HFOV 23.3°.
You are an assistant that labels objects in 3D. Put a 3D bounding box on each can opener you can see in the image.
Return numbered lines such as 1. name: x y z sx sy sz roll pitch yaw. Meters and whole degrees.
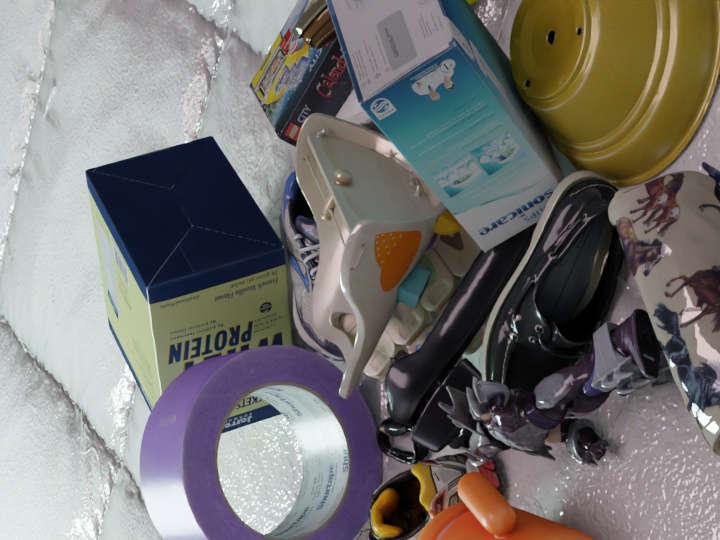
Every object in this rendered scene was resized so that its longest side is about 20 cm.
1. can opener: 0.082 0.042 1.377 0.201 0.078 0.063 -62 -3 7

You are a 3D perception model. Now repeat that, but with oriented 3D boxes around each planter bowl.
1. planter bowl: 0.167 -0.165 1.274 0.200 0.083 0.202 -11 76 57

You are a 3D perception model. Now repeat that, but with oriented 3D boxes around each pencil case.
1. pencil case: 0.234 0.029 1.137 0.078 0.089 0.201 -56 44 47

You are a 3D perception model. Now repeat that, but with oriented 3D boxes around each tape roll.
1. tape roll: -0.086 0.168 1.521 0.085 0.199 0.202 -14 73 55

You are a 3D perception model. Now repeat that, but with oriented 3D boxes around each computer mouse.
1. computer mouse: 0.064 0.125 1.443 0.200 0.034 0.059 -26 65 54

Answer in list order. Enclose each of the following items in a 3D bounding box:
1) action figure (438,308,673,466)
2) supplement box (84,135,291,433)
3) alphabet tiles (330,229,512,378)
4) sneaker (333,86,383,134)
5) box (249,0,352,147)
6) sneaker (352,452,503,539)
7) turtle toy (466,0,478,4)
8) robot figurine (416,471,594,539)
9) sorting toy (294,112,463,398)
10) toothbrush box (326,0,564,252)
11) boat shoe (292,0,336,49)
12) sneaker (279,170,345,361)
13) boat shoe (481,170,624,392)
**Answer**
1. action figure: 0.142 0.093 1.244 0.200 0.130 0.070 -37 54 37
2. supplement box: -0.161 0.019 1.662 0.200 0.133 0.201 -124 24 -46
3. alphabet tiles: 0.047 -0.010 1.448 0.200 0.015 0.196 -50 56 23
4. sneaker: 0.026 -0.154 1.528 0.200 0.074 0.088 -45 37 37
5. box: -0.024 -0.219 1.564 0.201 0.038 0.137 -58 26 15
6. sneaker: 0.032 0.205 1.436 0.200 0.082 0.078 -52 45 43
7. turtle toy: 0.116 -0.304 1.332 0.145 0.101 0.201 -23 34 48
8. robot figurine: 0.110 0.232 1.277 0.200 0.144 0.117 10 65 58
9. sorting toy: 0.000 0.000 1.411 0.200 0.106 0.181 -114 37 -58
10. toothbrush box: 0.066 -0.134 1.301 0.085 0.200 0.147 -30 47 15
11. boat shoe: 0.035 -0.239 1.442 0.200 0.068 0.072 -37 5 16
12. sneaker: -0.034 -0.009 1.553 0.085 0.076 0.201 86 165 -53
13. boat shoe: 0.149 0.030 1.284 0.201 0.074 0.066 -66 26 14
